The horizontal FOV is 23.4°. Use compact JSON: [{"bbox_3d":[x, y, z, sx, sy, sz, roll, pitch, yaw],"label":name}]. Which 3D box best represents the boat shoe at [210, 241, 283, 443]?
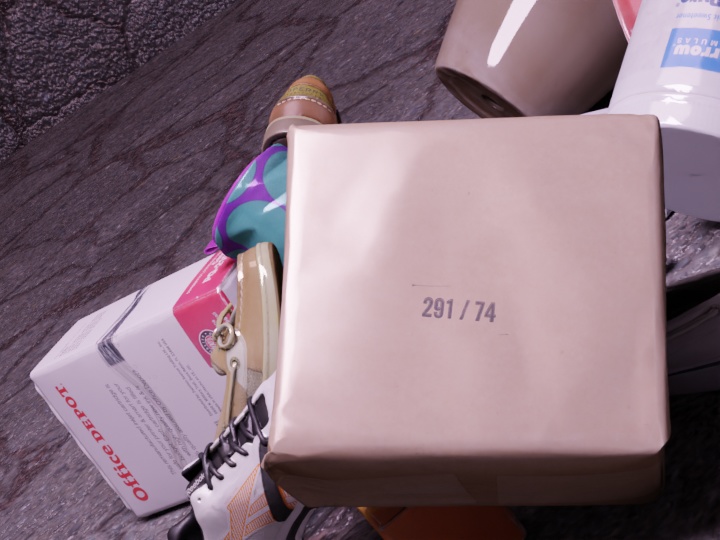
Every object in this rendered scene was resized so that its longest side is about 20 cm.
[{"bbox_3d":[-0.080,0.082,1.120,0.063,0.202,0.073,3,14,1],"label":"boat shoe"}]

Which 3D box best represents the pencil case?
[{"bbox_3d":[0.000,0.000,1.161,0.093,0.199,0.085,-59,-6,24],"label":"pencil case"}]

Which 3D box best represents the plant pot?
[{"bbox_3d":[0.156,-0.208,1.455,0.174,0.200,0.200,-55,20,-7],"label":"plant pot"}]

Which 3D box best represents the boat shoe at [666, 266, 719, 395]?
[{"bbox_3d":[0.153,0.039,0.997,0.199,0.066,0.072,-14,28,49],"label":"boat shoe"}]

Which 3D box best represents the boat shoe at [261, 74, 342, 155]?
[{"bbox_3d":[-0.036,-0.054,1.267,0.201,0.071,0.068,99,-178,-50],"label":"boat shoe"}]

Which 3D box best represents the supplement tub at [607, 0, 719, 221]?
[{"bbox_3d":[0.238,-0.147,1.096,0.132,0.132,0.201,-10,56,54],"label":"supplement tub"}]

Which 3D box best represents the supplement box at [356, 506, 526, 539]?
[{"bbox_3d":[0.025,0.124,1.026,0.069,0.067,0.200,-40,17,-4],"label":"supplement box"}]

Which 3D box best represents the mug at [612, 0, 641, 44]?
[{"bbox_3d":[0.298,-0.210,1.259,0.199,0.134,0.178,-25,22,21],"label":"mug"}]

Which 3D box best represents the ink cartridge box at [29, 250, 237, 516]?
[{"bbox_3d":[-0.119,0.081,1.268,0.199,0.145,0.084,-23,20,34],"label":"ink cartridge box"}]

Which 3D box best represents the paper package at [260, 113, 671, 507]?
[{"bbox_3d":[0.059,0.022,0.901,0.198,0.104,0.192,-1,69,9],"label":"paper package"}]

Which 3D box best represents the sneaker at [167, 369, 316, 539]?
[{"bbox_3d":[-0.060,0.115,1.023,0.074,0.079,0.201,-106,31,-57],"label":"sneaker"}]

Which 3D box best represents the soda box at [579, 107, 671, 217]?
[{"bbox_3d":[0.156,-0.070,1.273,0.068,0.064,0.199,-46,21,-29],"label":"soda box"}]
